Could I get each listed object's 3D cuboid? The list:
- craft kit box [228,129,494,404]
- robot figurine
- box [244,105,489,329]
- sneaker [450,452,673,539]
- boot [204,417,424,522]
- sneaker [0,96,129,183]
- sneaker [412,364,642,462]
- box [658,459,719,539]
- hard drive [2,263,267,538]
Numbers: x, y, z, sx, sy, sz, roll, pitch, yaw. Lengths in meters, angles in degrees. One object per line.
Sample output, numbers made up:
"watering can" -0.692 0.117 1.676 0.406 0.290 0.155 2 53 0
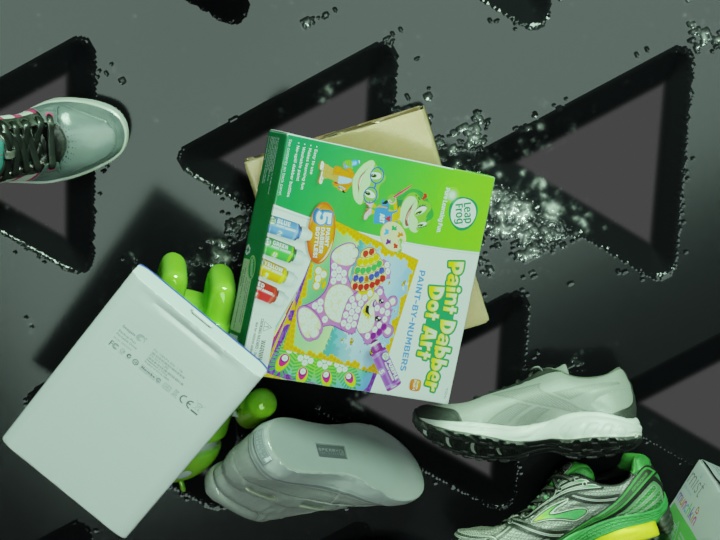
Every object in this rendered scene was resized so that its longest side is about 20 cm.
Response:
"craft kit box" 0.000 0.000 1.541 0.197 0.048 0.200 9 94 -29
"robot figurine" -0.160 0.091 1.577 0.175 0.116 0.200 14 105 -13
"box" 0.006 -0.025 1.604 0.163 0.021 0.200 -17 104 1
"sneaker" 0.174 0.214 1.658 0.200 0.078 0.085 -16 99 -8
"boot" -0.042 0.179 1.616 0.200 0.074 0.096 19 138 -42
"sneaker" -0.291 -0.097 1.517 0.200 0.121 0.084 -7 105 -1
"sneaker" 0.145 0.124 1.635 0.200 0.074 0.080 -2 70 5
"box" 0.370 0.266 1.611 0.176 0.200 0.097 24 103 -10
"hard drive" -0.184 0.108 1.504 0.132 0.025 0.200 39 114 -3
